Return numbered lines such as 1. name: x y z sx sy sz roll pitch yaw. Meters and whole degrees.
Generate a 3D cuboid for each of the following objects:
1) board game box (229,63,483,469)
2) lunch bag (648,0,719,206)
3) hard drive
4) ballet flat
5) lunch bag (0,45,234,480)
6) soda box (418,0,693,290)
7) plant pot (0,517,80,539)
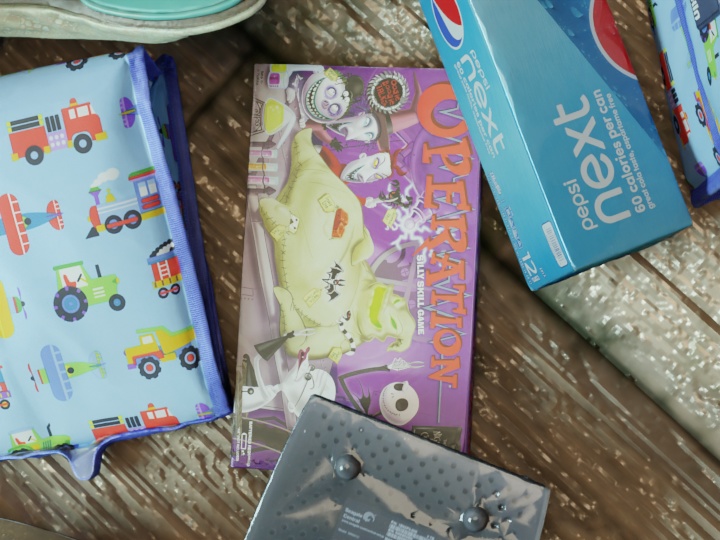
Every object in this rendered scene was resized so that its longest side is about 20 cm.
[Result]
1. board game box: 0.000 0.000 0.954 0.119 0.032 0.202 2 85 5
2. lunch bag: 0.176 -0.122 0.840 0.093 0.200 0.152 -12 83 7
3. hard drive: 0.001 0.171 0.915 0.134 0.042 0.202 20 96 6
4. ballet flat: -0.132 -0.139 0.920 0.198 0.062 0.068 5 77 13
5. lunch bag: -0.151 0.005 0.953 0.149 0.094 0.202 -11 92 5
6. soda box: 0.083 -0.099 0.914 0.067 0.064 0.202 -19 86 -16
7. plant pot: -0.169 0.224 0.896 0.185 0.187 0.202 14 74 10
